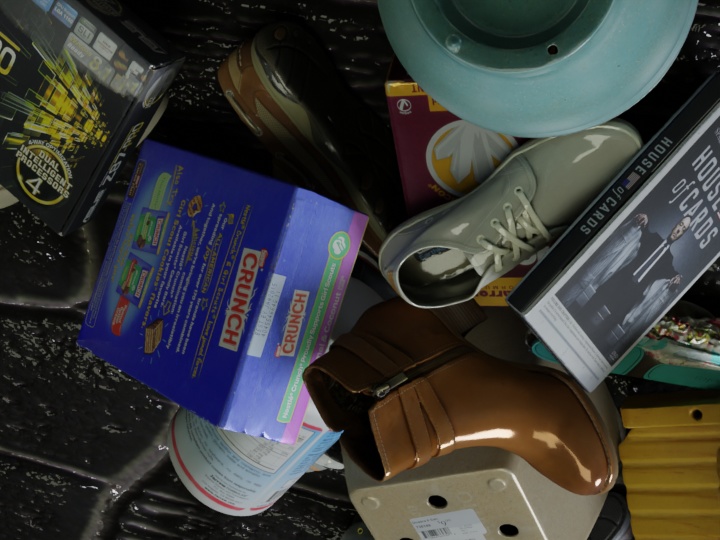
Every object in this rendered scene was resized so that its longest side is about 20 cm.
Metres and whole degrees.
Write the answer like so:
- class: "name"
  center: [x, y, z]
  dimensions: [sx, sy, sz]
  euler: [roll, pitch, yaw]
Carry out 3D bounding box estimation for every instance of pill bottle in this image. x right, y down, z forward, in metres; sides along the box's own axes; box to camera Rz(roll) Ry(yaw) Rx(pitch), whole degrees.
- class: "pill bottle"
  center: [-0.058, 0.094, 1.018]
  dimensions: [0.109, 0.109, 0.200]
  euler: [33, 125, -14]

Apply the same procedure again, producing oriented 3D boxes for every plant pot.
- class: "plant pot"
  center: [0.090, 0.149, 1.074]
  dimensions: [0.199, 0.177, 0.200]
  euler: [-12, 127, 23]
- class: "plant pot"
  center: [0.095, -0.174, 0.765]
  dimensions: [0.199, 0.134, 0.201]
  euler: [2, 99, 13]

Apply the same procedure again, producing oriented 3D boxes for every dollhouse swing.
- class: "dollhouse swing"
  center: [0.249, 0.206, 1.005]
  dimensions: [0.181, 0.175, 0.201]
  euler: [-9, 93, 40]

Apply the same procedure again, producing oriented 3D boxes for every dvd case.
- class: "dvd case"
  center: [0.194, -0.019, 0.890]
  dimensions: [0.200, 0.025, 0.150]
  euler: [-47, 144, 0]

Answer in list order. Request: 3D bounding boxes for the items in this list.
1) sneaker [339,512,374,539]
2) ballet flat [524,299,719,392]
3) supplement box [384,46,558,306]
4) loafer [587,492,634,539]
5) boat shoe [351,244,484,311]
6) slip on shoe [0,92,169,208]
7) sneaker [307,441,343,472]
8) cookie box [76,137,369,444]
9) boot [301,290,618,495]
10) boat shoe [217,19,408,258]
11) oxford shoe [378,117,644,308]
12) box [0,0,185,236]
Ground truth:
- class: "sneaker"
  center: [0.055, 0.241, 1.235]
  dimensions: [0.106, 0.075, 0.200]
  euler: [41, 117, 6]
- class: "ballet flat"
  center: [0.213, 0.048, 1.009]
  dimensions: [0.199, 0.064, 0.076]
  euler: [13, 150, -19]
- class: "supplement box"
  center: [0.090, -0.074, 0.941]
  dimensions: [0.110, 0.086, 0.201]
  euler: [0, 130, 14]
- class: "loafer"
  center: [0.188, 0.282, 1.226]
  dimensions: [0.063, 0.072, 0.200]
  euler: [33, 113, -28]
- class: "boat shoe"
  center: [0.000, 0.000, 1.036]
  dimensions: [0.199, 0.071, 0.063]
  euler: [26, 121, -3]
- class: "slip on shoe"
  center: [-0.234, -0.106, 1.008]
  dimensions: [0.199, 0.076, 0.061]
  euler: [-15, 132, 34]
- class: "sneaker"
  center: [-0.091, 0.117, 1.165]
  dimensions: [0.079, 0.074, 0.200]
  euler: [-27, 119, 38]
- class: "cookie box"
  center: [-0.104, 0.010, 0.951]
  dimensions: [0.075, 0.172, 0.200]
  euler: [17, -177, -42]
- class: "boot"
  center: [0.068, 0.100, 0.889]
  dimensions: [0.200, 0.155, 0.077]
  euler: [50, 133, 10]
- class: "boat shoe"
  center: [-0.030, -0.091, 0.974]
  dimensions: [0.074, 0.076, 0.200]
  euler: [-18, 117, 36]
- class: "oxford shoe"
  center: [0.100, -0.032, 0.875]
  dimensions: [0.199, 0.058, 0.075]
  euler: [-29, 120, 19]
- class: "box"
  center: [-0.239, -0.147, 0.932]
  dimensions: [0.200, 0.049, 0.161]
  euler: [41, 119, 5]
